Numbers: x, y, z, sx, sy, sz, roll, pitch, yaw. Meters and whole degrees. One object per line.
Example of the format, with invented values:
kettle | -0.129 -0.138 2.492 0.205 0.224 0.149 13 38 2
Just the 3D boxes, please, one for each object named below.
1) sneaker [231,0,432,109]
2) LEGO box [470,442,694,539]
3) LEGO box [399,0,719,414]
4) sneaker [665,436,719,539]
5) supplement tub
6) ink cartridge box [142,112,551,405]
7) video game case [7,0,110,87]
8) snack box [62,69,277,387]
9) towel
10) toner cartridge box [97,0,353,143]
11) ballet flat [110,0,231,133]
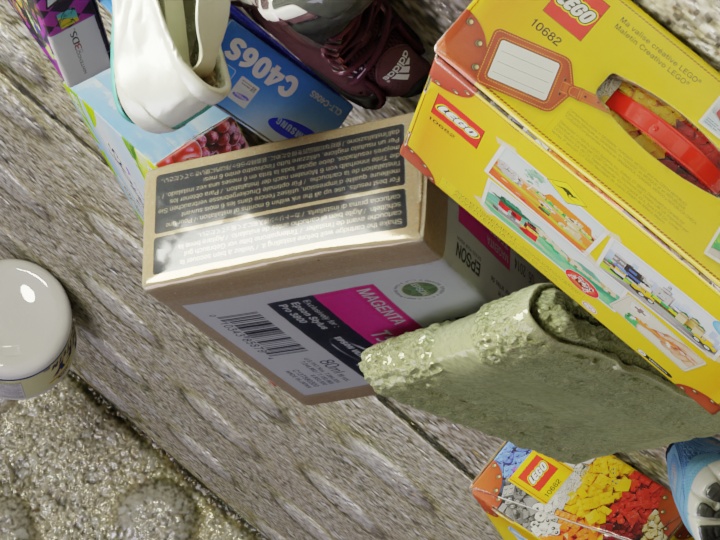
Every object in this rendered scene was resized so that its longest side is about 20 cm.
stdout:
sneaker | 0.002 -0.126 1.076 0.115 0.076 0.200 40 178 -19
LEGO box | 0.182 0.207 1.549 0.149 0.077 0.200 32 164 39
LEGO box | 0.121 -0.038 0.982 0.200 0.077 0.149 40 166 4
sneaker | 0.246 0.163 1.335 0.200 0.078 0.090 54 180 -34
supplement tub | -0.417 0.076 2.667 0.145 0.145 0.200 39 167 5
ink cartridge box | 0.000 0.000 1.191 0.164 0.076 0.200 -10 155 24
video game case | -0.212 -0.226 1.225 0.200 0.036 0.182 52 166 36
snack box | -0.106 -0.041 1.505 0.169 0.068 0.201 41 160 52
towel | 0.111 0.059 1.188 0.199 0.037 0.148 20 152 -38
toner cartridge box | -0.088 -0.131 1.208 0.095 0.043 0.200 32 -173 -36
ballet flat | -0.094 -0.169 1.075 0.069 0.069 0.201 165 98 -74
